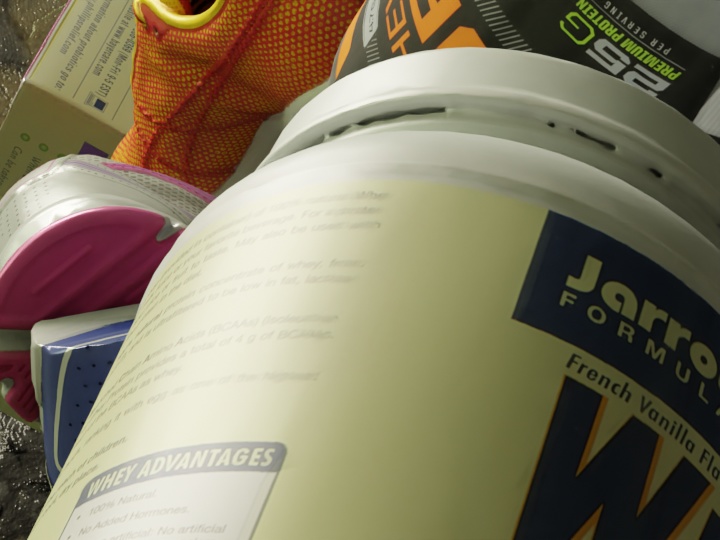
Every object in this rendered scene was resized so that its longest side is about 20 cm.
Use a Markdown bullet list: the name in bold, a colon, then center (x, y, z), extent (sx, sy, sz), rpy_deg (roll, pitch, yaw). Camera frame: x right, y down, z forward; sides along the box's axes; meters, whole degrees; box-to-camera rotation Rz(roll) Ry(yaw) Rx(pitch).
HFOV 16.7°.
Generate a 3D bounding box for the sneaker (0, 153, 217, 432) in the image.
- **sneaker**: center (-0.028, 0.033, 0.673), extent (0.081, 0.200, 0.088), rpy_deg (-37, 34, 6)

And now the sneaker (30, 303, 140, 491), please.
- **sneaker**: center (-0.019, 0.108, 0.586), extent (0.115, 0.080, 0.200), rpy_deg (-120, 17, -67)

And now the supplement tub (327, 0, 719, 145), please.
- **supplement tub**: center (0.068, -0.061, 0.625), extent (0.200, 0.122, 0.123), rpy_deg (-54, 10, 47)

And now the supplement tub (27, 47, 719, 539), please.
- **supplement tub**: center (0.008, 0.065, 0.469), extent (0.145, 0.145, 0.200), rpy_deg (-54, 10, 45)

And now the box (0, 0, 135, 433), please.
- **box**: center (-0.065, -0.001, 1.008), extent (0.176, 0.200, 0.097), rpy_deg (-55, 8, 43)

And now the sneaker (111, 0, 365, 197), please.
- **sneaker**: center (-0.041, -0.071, 0.785), extent (0.073, 0.077, 0.200), rpy_deg (-46, 5, -30)
